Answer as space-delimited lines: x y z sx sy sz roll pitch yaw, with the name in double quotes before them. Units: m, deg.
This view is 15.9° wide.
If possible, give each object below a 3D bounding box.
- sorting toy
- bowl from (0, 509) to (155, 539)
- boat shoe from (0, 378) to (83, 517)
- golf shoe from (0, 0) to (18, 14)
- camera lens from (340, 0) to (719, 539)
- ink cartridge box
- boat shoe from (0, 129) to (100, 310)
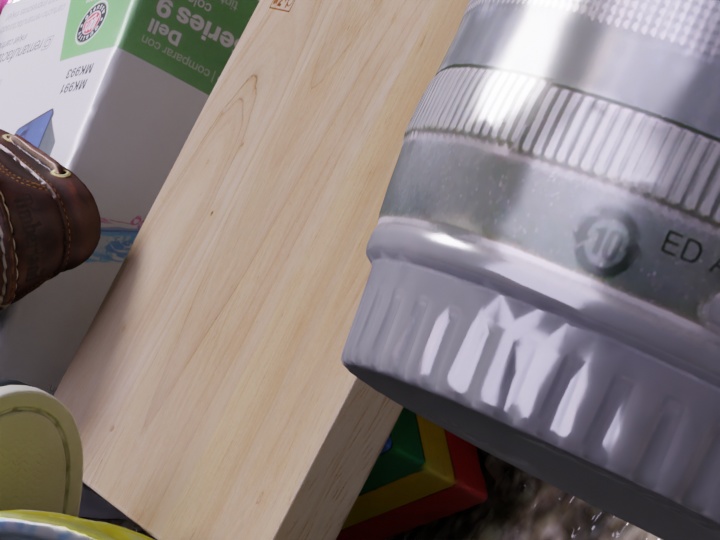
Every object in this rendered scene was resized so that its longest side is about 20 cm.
"sorting toy" 0.000 0.000 0.803 0.200 0.070 0.199 -62 25 -3
"bowl" -0.071 0.159 0.704 0.200 0.200 0.108 -54 -16 15
"boat shoe" -0.146 0.110 0.769 0.066 0.074 0.200 42 118 46
"golf shoe" -0.126 -0.147 1.183 0.092 0.073 0.200 -50 28 23
"camera lens" 0.103 -0.039 0.544 0.200 0.160 0.160 -64 25 -6
"ink cartridge box" -0.111 -0.011 1.002 0.145 0.087 0.200 -7 61 59
"boat shoe" -0.157 -0.025 0.935 0.200 0.070 0.071 27 129 56
